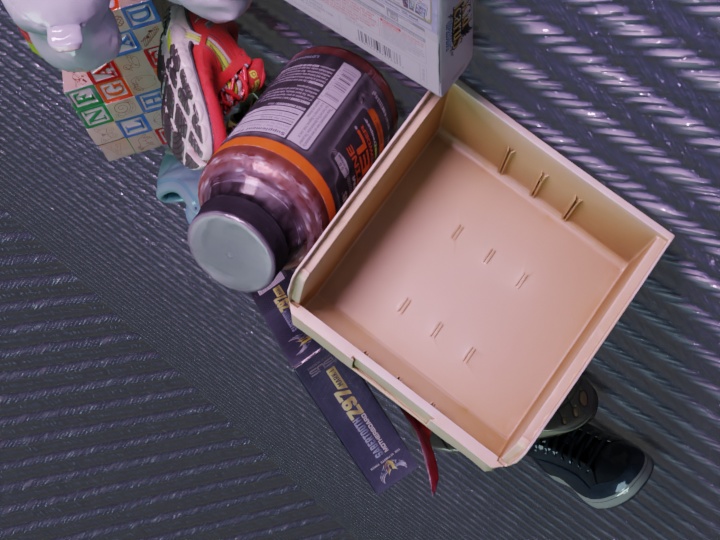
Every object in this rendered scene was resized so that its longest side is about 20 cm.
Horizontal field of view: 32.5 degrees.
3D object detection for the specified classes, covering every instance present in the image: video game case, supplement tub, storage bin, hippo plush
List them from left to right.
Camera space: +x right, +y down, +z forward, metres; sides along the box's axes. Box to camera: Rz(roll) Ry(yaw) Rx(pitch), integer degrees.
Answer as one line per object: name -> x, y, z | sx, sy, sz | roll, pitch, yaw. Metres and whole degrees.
hippo plush -> -0.175, -0.216, 0.904 | 0.158, 0.161, 0.200 | 36, 165, 10
supplement tub -> -0.052, -0.074, 0.920 | 0.106, 0.201, 0.108 | 16, 136, 16
video game case -> -0.019, -0.217, 0.764 | 0.199, 0.046, 0.182 | 34, 165, 16
storage bin -> 0.079, 0.005, 0.885 | 0.199, 0.199, 0.094 | 36, 168, 6

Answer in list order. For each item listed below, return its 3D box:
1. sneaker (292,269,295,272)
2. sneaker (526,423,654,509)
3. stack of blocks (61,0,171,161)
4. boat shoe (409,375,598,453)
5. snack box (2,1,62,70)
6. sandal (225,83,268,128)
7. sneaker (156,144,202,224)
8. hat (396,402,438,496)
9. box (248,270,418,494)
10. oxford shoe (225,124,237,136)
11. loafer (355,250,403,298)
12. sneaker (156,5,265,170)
sneaker -> -0.058, -0.007, 1.253 | 0.073, 0.081, 0.200 | 6, 166, -25
sneaker -> 0.204, 0.173, 1.292 | 0.146, 0.077, 0.202 | 41, 166, -18
stack of blocks -> -0.218, -0.192, 1.140 | 0.201, 0.113, 0.059 | 70, -174, -61
boat shoe -> 0.147, 0.150, 1.245 | 0.197, 0.076, 0.073 | -8, 160, 25
snack box -> -0.283, -0.241, 1.285 | 0.199, 0.053, 0.143 | 33, 164, 18
sandal -> -0.102, -0.131, 1.174 | 0.081, 0.055, 0.200 | 40, 166, -1
sneaker -> -0.136, -0.074, 1.267 | 0.199, 0.083, 0.073 | 21, -179, 42
hat -> 0.015, 0.077, 1.167 | 0.198, 0.176, 0.168 | 5, 119, 35
box -> -0.030, 0.093, 1.143 | 0.159, 0.051, 0.200 | 58, 178, -28
oxford shoe -> -0.064, -0.104, 1.070 | 0.072, 0.071, 0.200 | 61, -170, 6
loafer -> 0.051, -0.003, 1.025 | 0.069, 0.071, 0.199 | 17, -170, 37
sneaker -> -0.116, -0.155, 0.997 | 0.084, 0.201, 0.078 | 4, 130, -16
